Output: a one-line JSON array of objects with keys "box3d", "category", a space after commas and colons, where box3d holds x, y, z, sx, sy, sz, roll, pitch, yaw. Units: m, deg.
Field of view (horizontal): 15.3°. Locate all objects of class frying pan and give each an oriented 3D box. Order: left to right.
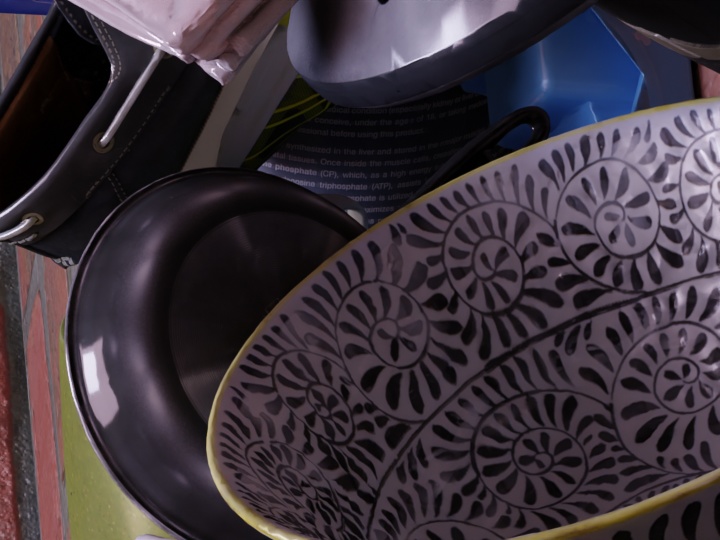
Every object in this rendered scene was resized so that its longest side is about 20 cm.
[{"box3d": [0.005, 0.016, 0.751, 0.031, 0.189, 0.115, -32, 74, 55], "category": "frying pan"}]

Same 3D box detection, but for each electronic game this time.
[{"box3d": [0.058, -0.118, 0.695, 0.042, 0.200, 0.200, 45, -178, -21], "category": "electronic game"}]

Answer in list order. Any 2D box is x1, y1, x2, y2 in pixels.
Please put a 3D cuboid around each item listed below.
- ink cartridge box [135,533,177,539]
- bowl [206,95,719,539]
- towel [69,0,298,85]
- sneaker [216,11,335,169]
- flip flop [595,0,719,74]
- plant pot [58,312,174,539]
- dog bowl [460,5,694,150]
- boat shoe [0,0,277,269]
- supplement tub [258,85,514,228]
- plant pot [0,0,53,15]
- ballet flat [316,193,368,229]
[{"box3d": [0.042, 0.114, 0.502, 0.200, 0.145, 0.084, -3, 66, 64], "category": "ink cartridge box"}, {"box3d": [0.070, 0.045, 0.669, 0.201, 0.200, 0.095, -123, 9, -66], "category": "bowl"}, {"box3d": [-0.026, -0.155, 0.737, 0.191, 0.200, 0.032, 35, 171, 48], "category": "towel"}, {"box3d": [-0.007, -0.079, 0.876, 0.200, 0.084, 0.075, 130, 140, -54], "category": "sneaker"}, {"box3d": [0.102, -0.090, 0.702, 0.058, 0.081, 0.200, -63, 9, -6], "category": "flip flop"}, {"box3d": [-0.012, 0.089, 0.825, 0.187, 0.186, 0.201, -129, 18, -69], "category": "plant pot"}, {"box3d": [0.073, -0.039, 0.871, 0.111, 0.049, 0.201, 134, 133, -72], "category": "dog bowl"}, {"box3d": [-0.062, -0.090, 0.812, 0.201, 0.067, 0.072, -64, 31, 21], "category": "boat shoe"}, {"box3d": [-0.008, -0.076, 1.012, 0.141, 0.140, 0.201, -114, 25, -58], "category": "supplement tub"}, {"box3d": [-0.062, -0.217, 1.128, 0.180, 0.199, 0.201, 169, 99, -70], "category": "plant pot"}, {"box3d": [0.003, 0.013, 0.920, 0.068, 0.199, 0.069, 34, 107, 51], "category": "ballet flat"}]
